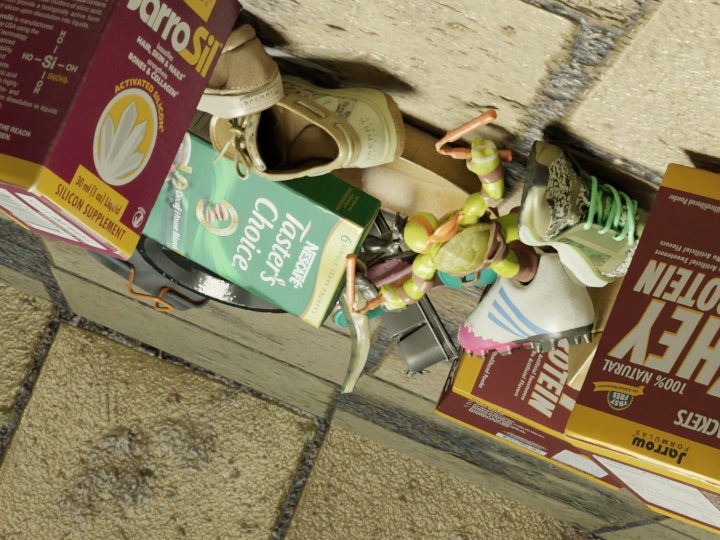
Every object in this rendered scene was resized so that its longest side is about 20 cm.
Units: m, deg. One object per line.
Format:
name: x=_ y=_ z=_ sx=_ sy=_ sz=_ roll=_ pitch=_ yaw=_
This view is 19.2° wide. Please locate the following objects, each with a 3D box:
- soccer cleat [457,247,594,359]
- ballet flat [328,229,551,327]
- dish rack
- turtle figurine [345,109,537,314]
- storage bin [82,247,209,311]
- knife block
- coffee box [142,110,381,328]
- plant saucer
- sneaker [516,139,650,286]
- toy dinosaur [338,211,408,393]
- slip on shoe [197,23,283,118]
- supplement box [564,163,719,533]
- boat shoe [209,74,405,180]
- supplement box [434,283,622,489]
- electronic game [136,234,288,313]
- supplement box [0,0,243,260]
soccer cleat: x=0.136 y=0.025 z=1.767 sx=0.070 sy=0.086 sz=0.200 roll=-9 pitch=178 yaw=-22
ballet flat: x=0.058 y=-0.012 z=1.801 sx=0.200 sy=0.071 sz=0.069 roll=-17 pitch=155 yaw=7
dish rack: x=0.036 y=0.029 z=1.988 sx=0.154 sy=0.055 sz=0.200 roll=62 pitch=-179 yaw=7
turtle figurine: x=0.089 y=-0.031 z=1.559 sx=0.161 sy=0.200 sz=0.064 roll=0 pitch=-138 yaw=-44
storage bin: x=-0.156 y=-0.033 z=2.074 sx=0.134 sy=0.146 sz=0.200 roll=3 pitch=160 yaw=35
knife block: x=0.236 y=0.019 z=1.713 sx=0.064 sy=0.176 sz=0.200 roll=26 pitch=-146 yaw=-12
coffee box: x=-0.093 y=-0.049 z=1.695 sx=0.200 sy=0.044 sz=0.123 roll=29 pitch=131 yaw=2
plant saucer: x=0.024 y=-0.084 z=1.668 sx=0.200 sy=0.035 sz=0.200 roll=23 pitch=170 yaw=4
sneaker: x=0.174 y=-0.042 z=1.515 sx=0.088 sy=0.077 sz=0.200 roll=3 pitch=166 yaw=27
toy dinosaur: x=0.000 y=0.000 z=1.746 sx=0.088 sy=0.200 sz=0.047 roll=-9 pitch=-166 yaw=28
slip on shoe: x=-0.126 y=-0.156 z=1.578 sx=0.200 sy=0.076 sz=0.061 roll=21 pitch=133 yaw=59
supplement box: x=0.259 y=0.066 z=1.430 sx=0.133 sy=0.197 sz=0.200 roll=17 pitch=169 yaw=29
boat shoe: x=-0.054 y=-0.103 z=1.560 sx=0.063 sy=0.073 sz=0.200 roll=-21 pitch=-166 yaw=-38
supplement box: x=0.188 y=0.098 z=1.965 sx=0.197 sy=0.133 sz=0.200 roll=23 pitch=170 yaw=1
electronic game: x=-0.114 y=-0.017 z=1.875 sx=0.200 sy=0.042 sz=0.200 roll=15 pitch=158 yaw=6
supplement box: x=-0.183 y=-0.128 z=1.430 sx=0.103 sy=0.200 sz=0.131 roll=16 pitch=168 yaw=31
